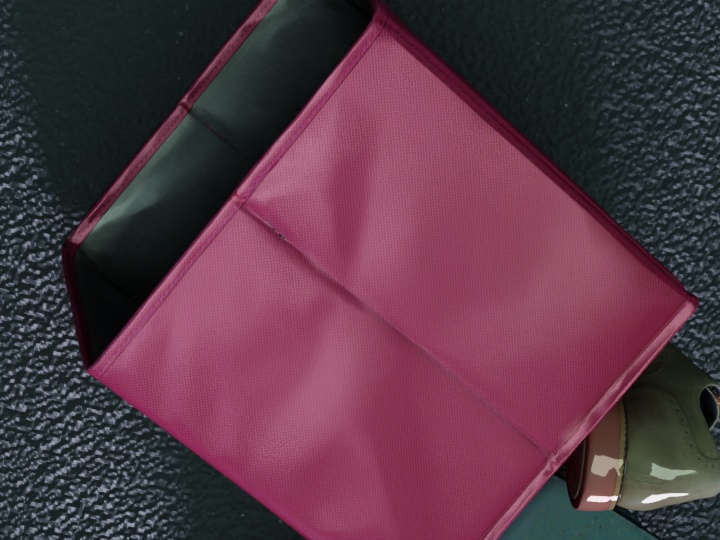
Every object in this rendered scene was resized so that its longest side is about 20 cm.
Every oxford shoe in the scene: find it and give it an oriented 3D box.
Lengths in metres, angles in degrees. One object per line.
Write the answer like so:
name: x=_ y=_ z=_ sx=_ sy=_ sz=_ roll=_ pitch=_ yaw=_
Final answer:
oxford shoe: x=0.138 y=0.064 z=0.950 sx=0.074 sy=0.200 sz=0.071 roll=7 pitch=115 yaw=2

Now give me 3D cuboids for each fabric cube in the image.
fabric cube: x=0.000 y=0.000 z=0.906 sx=0.199 sy=0.196 sz=0.200 roll=39 pitch=95 yaw=-19

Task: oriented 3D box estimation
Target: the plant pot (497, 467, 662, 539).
plant pot: x=0.072 y=0.200 z=0.990 sx=0.195 sy=0.196 sz=0.201 roll=32 pitch=87 yaw=-18
